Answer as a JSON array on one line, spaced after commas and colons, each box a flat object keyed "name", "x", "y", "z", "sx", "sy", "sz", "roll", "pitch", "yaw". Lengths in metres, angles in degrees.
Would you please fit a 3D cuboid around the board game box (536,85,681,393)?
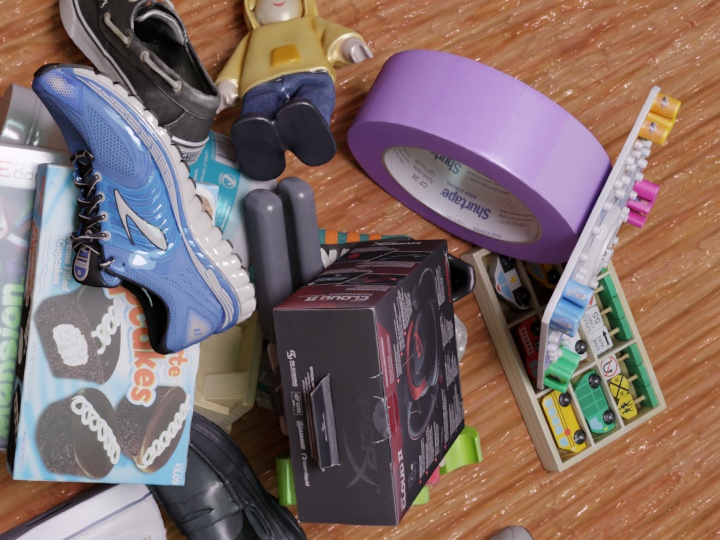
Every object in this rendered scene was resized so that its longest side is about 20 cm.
[{"name": "board game box", "x": 0.192, "y": -0.015, "z": 1.137, "sx": 0.026, "sy": 0.200, "sz": 0.202, "roll": 24, "pitch": 75, "yaw": 13}]

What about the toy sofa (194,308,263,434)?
[{"name": "toy sofa", "x": -0.175, "y": 0.053, "z": 1.061, "sx": 0.198, "sy": 0.098, "sz": 0.084, "roll": 20, "pitch": 57, "yaw": -22}]

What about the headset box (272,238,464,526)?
[{"name": "headset box", "x": 0.008, "y": 0.074, "z": 0.997, "sx": 0.074, "sy": 0.200, "sz": 0.151, "roll": -2, "pitch": 105, "yaw": 19}]

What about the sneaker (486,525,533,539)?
[{"name": "sneaker", "x": 0.056, "y": 0.259, "z": 1.157, "sx": 0.199, "sy": 0.076, "sz": 0.092, "roll": -39, "pitch": 99, "yaw": -22}]

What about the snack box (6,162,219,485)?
[{"name": "snack box", "x": -0.162, "y": 0.037, "z": 0.953, "sx": 0.115, "sy": 0.037, "sz": 0.203, "roll": 5, "pitch": 94, "yaw": -23}]

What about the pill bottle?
[{"name": "pill bottle", "x": -0.168, "y": -0.065, "z": 1.043, "sx": 0.198, "sy": 0.111, "sz": 0.112, "roll": 20, "pitch": 80, "yaw": -22}]

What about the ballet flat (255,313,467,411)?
[{"name": "ballet flat", "x": 0.008, "y": 0.080, "z": 1.143, "sx": 0.198, "sy": 0.072, "sz": 0.073, "roll": -11, "pitch": 93, "yaw": -24}]

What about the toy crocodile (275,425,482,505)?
[{"name": "toy crocodile", "x": 0.014, "y": 0.151, "z": 1.131, "sx": 0.198, "sy": 0.061, "sz": 0.069, "roll": 1, "pitch": 87, "yaw": -43}]

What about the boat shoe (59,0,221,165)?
[{"name": "boat shoe", "x": -0.150, "y": -0.160, "z": 1.023, "sx": 0.070, "sy": 0.201, "sz": 0.064, "roll": 3, "pitch": 131, "yaw": -43}]

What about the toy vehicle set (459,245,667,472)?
[{"name": "toy vehicle set", "x": 0.175, "y": 0.053, "z": 1.241, "sx": 0.123, "sy": 0.026, "sz": 0.202, "roll": -27, "pitch": 99, "yaw": -23}]

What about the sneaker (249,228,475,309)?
[{"name": "sneaker", "x": 0.000, "y": 0.000, "z": 1.121, "sx": 0.198, "sy": 0.080, "sz": 0.072, "roll": -1, "pitch": 88, "yaw": -33}]

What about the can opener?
[{"name": "can opener", "x": -0.038, "y": 0.037, "z": 1.035, "sx": 0.053, "sy": 0.067, "sz": 0.202, "roll": -22, "pitch": 122, "yaw": -27}]

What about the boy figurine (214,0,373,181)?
[{"name": "boy figurine", "x": -0.051, "y": -0.153, "z": 1.069, "sx": 0.123, "sy": 0.201, "sz": 0.065, "roll": -14, "pitch": 133, "yaw": 12}]

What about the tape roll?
[{"name": "tape roll", "x": 0.090, "y": -0.084, "z": 1.112, "sx": 0.199, "sy": 0.200, "sz": 0.066, "roll": 35, "pitch": 75, "yaw": -19}]

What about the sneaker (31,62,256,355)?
[{"name": "sneaker", "x": -0.145, "y": -0.035, "z": 0.891, "sx": 0.089, "sy": 0.078, "sz": 0.201, "roll": -36, "pitch": 106, "yaw": -19}]

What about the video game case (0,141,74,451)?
[{"name": "video game case", "x": -0.234, "y": 0.018, "z": 0.954, "sx": 0.179, "sy": 0.023, "sz": 0.203, "roll": 6, "pitch": 94, "yaw": -22}]

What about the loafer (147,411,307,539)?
[{"name": "loafer", "x": -0.105, "y": 0.173, "z": 1.061, "sx": 0.201, "sy": 0.068, "sz": 0.071, "roll": 52, "pitch": 28, "yaw": -29}]

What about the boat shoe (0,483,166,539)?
[{"name": "boat shoe", "x": -0.227, "y": 0.212, "z": 1.026, "sx": 0.198, "sy": 0.073, "sz": 0.066, "roll": -26, "pitch": 94, "yaw": -22}]
